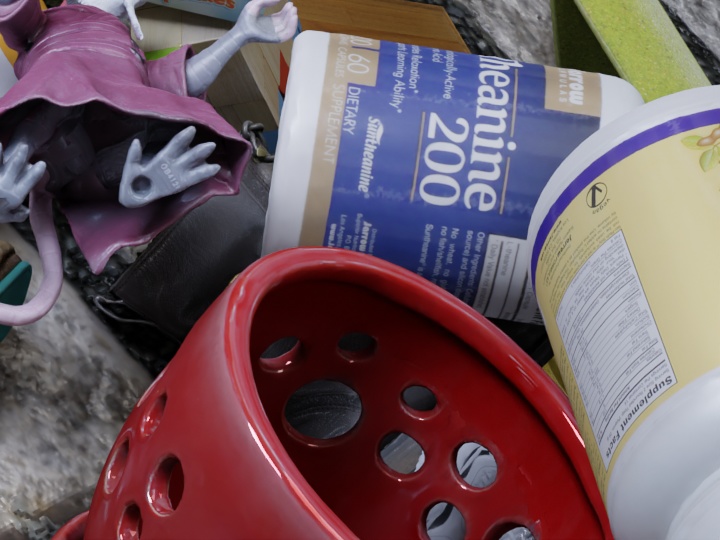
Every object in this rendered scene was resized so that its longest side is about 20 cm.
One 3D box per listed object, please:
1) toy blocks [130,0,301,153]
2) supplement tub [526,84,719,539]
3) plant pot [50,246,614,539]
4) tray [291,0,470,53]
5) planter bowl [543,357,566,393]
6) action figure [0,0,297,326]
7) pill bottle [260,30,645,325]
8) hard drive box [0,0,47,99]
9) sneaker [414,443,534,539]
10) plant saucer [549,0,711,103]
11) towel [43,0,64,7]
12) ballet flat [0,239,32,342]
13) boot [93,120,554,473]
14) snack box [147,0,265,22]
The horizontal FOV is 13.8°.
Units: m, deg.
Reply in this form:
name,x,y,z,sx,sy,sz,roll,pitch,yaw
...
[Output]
name,x,y,z,sx,sy,sz,roll,pitch,yaw
toy blocks,-0.066,-0.128,1.444,0.137,0.099,0.201,65,19,-54
supplement tub,0.153,0.043,1.147,0.145,0.145,0.201,19,37,-32
plant pot,-0.018,0.120,1.168,0.200,0.183,0.201,27,35,-21
tray,-0.011,-0.106,1.593,0.199,0.037,0.099,4,48,-46
planter bowl,0.103,0.074,1.450,0.200,0.084,0.201,28,33,-21
action figure,-0.112,-0.069,1.265,0.134,0.149,0.200,27,18,-21
pill bottle,0.061,-0.035,1.284,0.199,0.111,0.111,8,37,-2
hard drive box,-0.234,-0.113,1.279,0.156,0.077,0.200,61,33,-4
sneaker,0.086,0.151,1.313,0.115,0.075,0.201,9,70,-49
plant saucer,0.168,-0.051,1.587,0.200,0.048,0.200,78,-14,-60
towel,-0.230,-0.190,1.456,0.199,0.036,0.149,2,50,-48
ballet flat,-0.197,0.035,1.201,0.072,0.068,0.200,20,32,4
boot,0.000,0.000,1.353,0.174,0.200,0.069,48,-7,1
snack box,-0.071,-0.211,1.383,0.116,0.037,0.201,13,59,12
